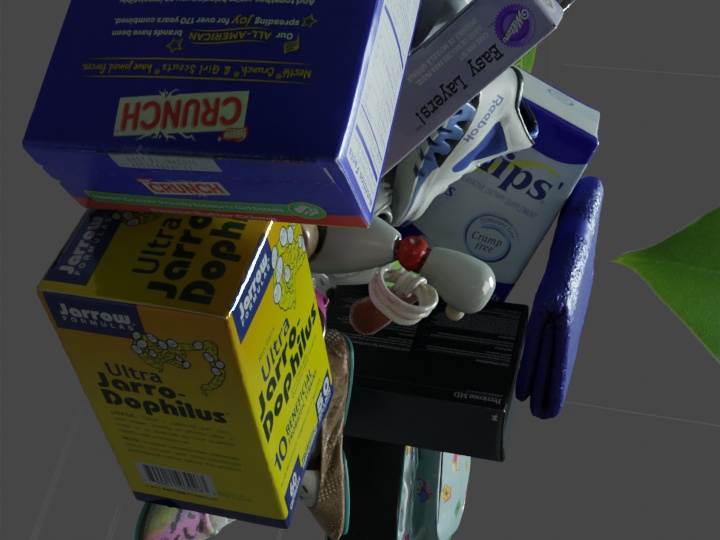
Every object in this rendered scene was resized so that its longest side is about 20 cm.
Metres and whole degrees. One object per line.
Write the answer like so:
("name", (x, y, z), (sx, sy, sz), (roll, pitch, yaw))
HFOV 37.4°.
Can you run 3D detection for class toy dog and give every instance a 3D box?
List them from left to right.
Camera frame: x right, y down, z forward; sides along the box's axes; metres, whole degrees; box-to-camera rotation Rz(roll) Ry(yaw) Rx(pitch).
("toy dog", (0.000, 0.000, 0.861), (0.131, 0.199, 0.097), (-26, 145, -43))

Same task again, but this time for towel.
("towel", (0.186, 0.022, 1.000), (0.201, 0.049, 0.149), (-63, 156, -48))

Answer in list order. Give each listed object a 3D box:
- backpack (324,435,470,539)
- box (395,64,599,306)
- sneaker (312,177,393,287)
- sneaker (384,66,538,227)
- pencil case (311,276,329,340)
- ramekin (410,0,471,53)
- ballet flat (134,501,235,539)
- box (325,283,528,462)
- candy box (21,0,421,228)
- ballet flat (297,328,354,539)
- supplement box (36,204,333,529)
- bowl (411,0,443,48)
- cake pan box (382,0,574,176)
("backpack", (0.044, 0.207, 1.162), (0.200, 0.151, 0.179), (-17, 108, -82))
("box", (0.111, -0.102, 1.055), (0.202, 0.182, 0.105), (-62, 179, 26))
("sneaker", (-0.005, -0.081, 0.957), (0.075, 0.080, 0.203), (43, 53, -70))
("sneaker", (0.093, -0.111, 0.940), (0.200, 0.113, 0.081), (120, -39, -51))
("pencil case", (-0.070, -0.019, 0.718), (0.093, 0.091, 0.202), (-32, 143, -21))
("ramekin", (0.044, -0.275, 0.857), (0.202, 0.093, 0.206), (-5, 90, -69))
("ballet flat", (-0.087, 0.130, 0.751), (0.201, 0.070, 0.070), (-60, 154, -56))
("box", (0.055, 0.095, 1.037), (0.142, 0.197, 0.080), (-66, 158, -47))
("candy box", (-0.058, -0.130, 0.540), (0.077, 0.167, 0.203), (58, 42, -61))
("ballet flat", (-0.044, 0.152, 0.961), (0.070, 0.064, 0.203), (-153, -120, -65))
("supplement box", (-0.090, 0.045, 0.621), (0.202, 0.108, 0.110), (81, 21, -47))
("bowl", (0.002, -0.201, 0.706), (0.200, 0.093, 0.204), (-171, -90, -71))
("cake pan box", (0.063, -0.142, 0.743), (0.052, 0.199, 0.184), (47, 25, -7))
